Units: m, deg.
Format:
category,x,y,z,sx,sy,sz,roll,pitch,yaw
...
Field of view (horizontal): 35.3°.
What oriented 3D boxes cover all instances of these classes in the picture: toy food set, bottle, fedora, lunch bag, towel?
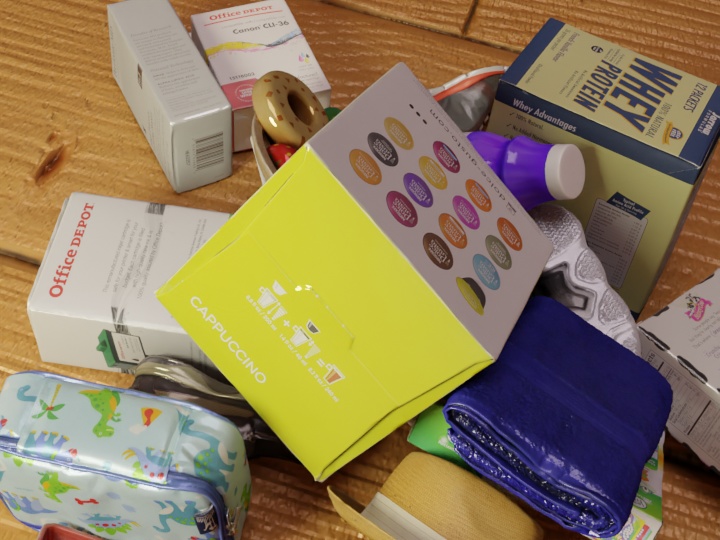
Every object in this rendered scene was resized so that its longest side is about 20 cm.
category,x,y,z,sx,sy,sz,roll,pitch,yaw
toy food set,-0.024,-0.102,1.123,0.196,0.049,0.202,23,35,-35
bottle,0.106,-0.086,1.026,0.198,0.084,0.066,1,58,41
fedora,0.071,0.194,0.848,0.199,0.201,0.082,31,81,19
lunch bag,-0.184,0.160,0.876,0.197,0.162,0.083,11,55,6
towel,0.152,0.107,0.853,0.147,0.050,0.200,36,34,9

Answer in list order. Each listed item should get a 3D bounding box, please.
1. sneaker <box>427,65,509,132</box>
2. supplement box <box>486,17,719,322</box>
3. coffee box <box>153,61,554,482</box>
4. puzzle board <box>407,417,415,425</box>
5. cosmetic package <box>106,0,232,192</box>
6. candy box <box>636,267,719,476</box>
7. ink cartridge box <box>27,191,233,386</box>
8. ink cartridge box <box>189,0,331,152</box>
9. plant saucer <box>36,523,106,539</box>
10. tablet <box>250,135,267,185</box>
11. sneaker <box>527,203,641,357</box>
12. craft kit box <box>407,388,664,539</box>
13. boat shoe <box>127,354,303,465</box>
category,x,y,z,sx,sy,sz,roll,pitch,yaw
sneaker,0.105,-0.163,1.243,0.198,0.077,0.083,-23,86,-27
supplement box,0.223,-0.095,1.090,0.198,0.201,0.134,26,45,15
coffee box,0.000,0.000,0.887,0.200,0.200,0.198,48,34,-5
puzzle board,0.074,0.056,1.079,0.150,0.018,0.199,36,56,23
cosmetic package,-0.204,-0.192,1.200,0.073,0.102,0.201,-19,54,-22
candy box,0.347,0.106,1.005,0.200,0.072,0.167,41,42,25
ink cartridge box,-0.186,0.017,1.039,0.197,0.085,0.147,8,50,1
ink cartridge box,-0.120,-0.234,1.264,0.115,0.068,0.201,-15,54,-17
plant saucer,-0.159,0.282,0.794,0.198,0.037,0.200,22,24,-8
tablet,-0.040,-0.043,1.092,0.129,0.014,0.202,21,37,-38
sneaker,0.192,0.046,1.015,0.074,0.114,0.202,-17,63,-2
craft kit box,0.153,0.133,0.931,0.198,0.049,0.197,27,17,9
boat shoe,-0.113,0.140,0.965,0.197,0.075,0.074,17,63,16
